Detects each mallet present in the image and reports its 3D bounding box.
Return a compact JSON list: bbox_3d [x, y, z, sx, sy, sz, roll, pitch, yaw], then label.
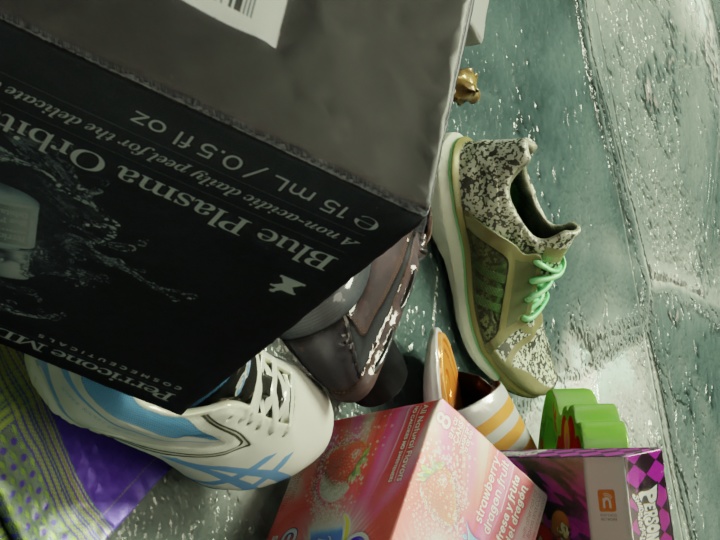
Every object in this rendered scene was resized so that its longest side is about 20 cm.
[{"bbox_3d":[0.018,-0.006,0.910,0.066,0.041,0.201,61,32,-32],"label":"mallet"}]

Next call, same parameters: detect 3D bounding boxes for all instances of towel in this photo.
[{"bbox_3d":[-0.114,0.035,0.685,0.200,0.023,0.145,-43,120,-55],"label":"towel"}]

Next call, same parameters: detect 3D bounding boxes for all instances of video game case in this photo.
[{"bbox_3d":[0.093,0.190,0.830,0.035,0.199,0.184,-5,88,-38],"label":"video game case"}]

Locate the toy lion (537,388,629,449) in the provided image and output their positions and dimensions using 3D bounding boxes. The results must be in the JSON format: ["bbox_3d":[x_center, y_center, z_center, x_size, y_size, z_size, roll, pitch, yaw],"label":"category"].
[{"bbox_3d":[0.135,0.150,0.923,0.201,0.068,0.193,-92,-179,-48],"label":"toy lion"}]

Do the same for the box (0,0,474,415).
[{"bbox_3d":[-0.095,-0.063,0.500,0.195,0.200,0.119,24,59,-19],"label":"box"}]

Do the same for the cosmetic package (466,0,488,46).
[{"bbox_3d":[0.007,-0.231,0.900,0.200,0.080,0.114,52,42,-42],"label":"cosmetic package"}]

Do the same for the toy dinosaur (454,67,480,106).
[{"bbox_3d":[0.002,-0.079,0.830,0.200,0.100,0.059,-48,122,-54],"label":"toy dinosaur"}]

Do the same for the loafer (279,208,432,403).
[{"bbox_3d":[0.000,0.000,0.813,0.064,0.071,0.200,62,24,-18],"label":"loafer"}]

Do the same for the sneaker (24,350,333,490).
[{"bbox_3d":[-0.063,0.054,0.677,0.199,0.072,0.073,28,58,-55],"label":"sneaker"}]

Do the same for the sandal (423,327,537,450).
[{"bbox_3d":[0.085,0.127,0.950,0.079,0.058,0.209,-71,147,-68],"label":"sandal"}]

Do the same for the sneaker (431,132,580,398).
[{"bbox_3d":[0.105,-0.002,1.001,0.077,0.088,0.202,-55,129,-50],"label":"sneaker"}]

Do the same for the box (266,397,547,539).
[{"bbox_3d":[0.006,0.176,0.746,0.095,0.102,0.202,42,52,-28],"label":"box"}]
